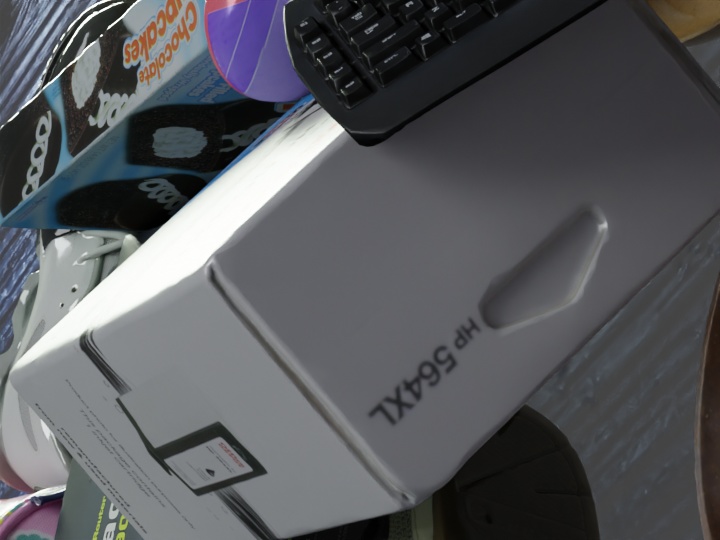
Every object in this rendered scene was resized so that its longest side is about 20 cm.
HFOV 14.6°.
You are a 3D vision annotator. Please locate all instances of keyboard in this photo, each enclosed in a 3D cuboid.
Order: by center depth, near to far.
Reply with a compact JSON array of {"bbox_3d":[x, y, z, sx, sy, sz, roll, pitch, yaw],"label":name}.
[{"bbox_3d":[0.062,-0.113,0.708,0.199,0.040,0.104,-32,31,-4],"label":"keyboard"}]

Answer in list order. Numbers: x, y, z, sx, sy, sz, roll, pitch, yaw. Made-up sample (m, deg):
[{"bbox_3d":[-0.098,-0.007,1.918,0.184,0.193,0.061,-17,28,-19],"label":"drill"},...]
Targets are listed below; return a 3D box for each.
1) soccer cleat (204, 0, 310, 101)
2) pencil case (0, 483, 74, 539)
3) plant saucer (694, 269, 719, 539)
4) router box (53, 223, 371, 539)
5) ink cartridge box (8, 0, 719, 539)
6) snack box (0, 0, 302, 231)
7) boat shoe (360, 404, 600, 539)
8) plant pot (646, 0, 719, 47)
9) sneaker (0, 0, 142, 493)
[{"bbox_3d":[0.031,-0.129,0.817,0.200,0.067,0.076,-48,29,-9],"label":"soccer cleat"},{"bbox_3d":[-0.147,0.130,1.091,0.200,0.087,0.088,-16,58,61],"label":"pencil case"},{"bbox_3d":[0.148,0.007,0.639,0.200,0.034,0.201,-43,36,43],"label":"plant saucer"},{"bbox_3d":[-0.047,0.077,0.950,0.150,0.062,0.201,-17,57,61],"label":"router box"},{"bbox_3d":[0.000,0.000,0.789,0.146,0.084,0.200,-43,7,-23],"label":"ink cartridge box"},{"bbox_3d":[-0.033,-0.063,0.953,0.200,0.116,0.037,-34,61,53],"label":"snack box"},{"bbox_3d":[0.030,0.124,0.761,0.202,0.071,0.066,-89,25,-44],"label":"boat shoe"},{"bbox_3d":[0.120,-0.154,0.817,0.200,0.027,0.201,-43,37,44],"label":"plant pot"},{"bbox_3d":[-0.092,-0.007,1.097,0.088,0.074,0.201,7,89,65],"label":"sneaker"}]
